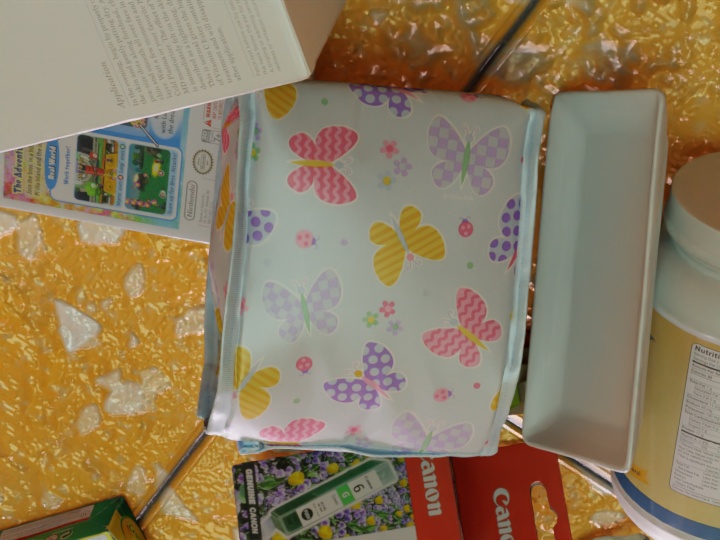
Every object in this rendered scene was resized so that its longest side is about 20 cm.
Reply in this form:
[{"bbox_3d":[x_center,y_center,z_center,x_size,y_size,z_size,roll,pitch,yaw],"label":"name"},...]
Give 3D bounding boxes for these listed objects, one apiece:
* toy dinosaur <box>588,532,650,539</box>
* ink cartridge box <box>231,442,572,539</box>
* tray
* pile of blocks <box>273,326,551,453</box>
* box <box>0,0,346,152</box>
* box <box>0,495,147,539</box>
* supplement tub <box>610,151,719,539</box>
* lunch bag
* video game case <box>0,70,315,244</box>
[{"bbox_3d":[0.099,0.225,1.156,0.088,0.048,0.200,25,116,-11],"label":"toy dinosaur"},{"bbox_3d":[0.027,0.159,1.074,0.199,0.109,0.050,-10,155,4],"label":"ink cartridge box"},{"bbox_3d":[0.131,0.003,0.961,0.022,0.107,0.201,4,92,-25],"label":"tray"},{"bbox_3d":[0.038,0.061,1.053,0.199,0.082,0.062,-11,77,8],"label":"pile of blocks"},{"bbox_3d":[-0.119,-0.143,0.901,0.199,0.125,0.098,-11,118,19],"label":"box"},{"bbox_3d":[-0.172,0.256,1.205,0.117,0.048,0.200,-17,113,15],"label":"box"},{"bbox_3d":[0.220,0.049,0.984,0.144,0.145,0.201,6,119,4],"label":"supplement tub"},{"bbox_3d":[0.000,0.000,0.962,0.169,0.127,0.201,3,94,-9],"label":"lunch bag"},{"bbox_3d":[-0.117,-0.112,1.010,0.181,0.024,0.201,10,120,2],"label":"video game case"}]
